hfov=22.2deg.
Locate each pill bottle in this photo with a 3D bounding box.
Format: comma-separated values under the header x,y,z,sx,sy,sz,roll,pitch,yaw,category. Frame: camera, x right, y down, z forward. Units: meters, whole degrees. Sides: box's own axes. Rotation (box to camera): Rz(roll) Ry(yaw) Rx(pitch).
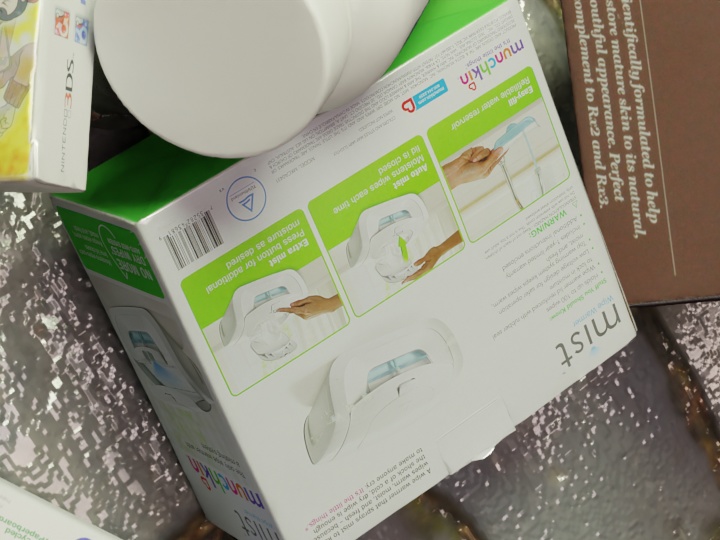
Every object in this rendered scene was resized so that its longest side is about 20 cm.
x,y,z,sx,sy,sz,roll,pitch,yaw,category
-0.027,-0.131,0.728,0.120,0.120,0.200,50,32,-15,pill bottle

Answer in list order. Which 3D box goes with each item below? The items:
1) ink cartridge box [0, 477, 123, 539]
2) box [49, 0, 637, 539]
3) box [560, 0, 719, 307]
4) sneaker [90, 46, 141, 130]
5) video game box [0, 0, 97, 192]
x,y,z,sx,sy,sz,roll,pitch,yaw,category
-0.166,0.191,0.763,0.197,0.047,0.200,32,77,-22,ink cartridge box
0.000,0.000,0.799,0.200,0.097,0.177,-34,115,-22,box
0.226,-0.077,0.861,0.200,0.164,0.166,-7,90,-41,box
-0.123,-0.154,0.746,0.076,0.115,0.200,-44,107,-38,sneaker
-0.191,-0.121,0.690,0.047,0.199,0.183,17,77,-67,video game box
